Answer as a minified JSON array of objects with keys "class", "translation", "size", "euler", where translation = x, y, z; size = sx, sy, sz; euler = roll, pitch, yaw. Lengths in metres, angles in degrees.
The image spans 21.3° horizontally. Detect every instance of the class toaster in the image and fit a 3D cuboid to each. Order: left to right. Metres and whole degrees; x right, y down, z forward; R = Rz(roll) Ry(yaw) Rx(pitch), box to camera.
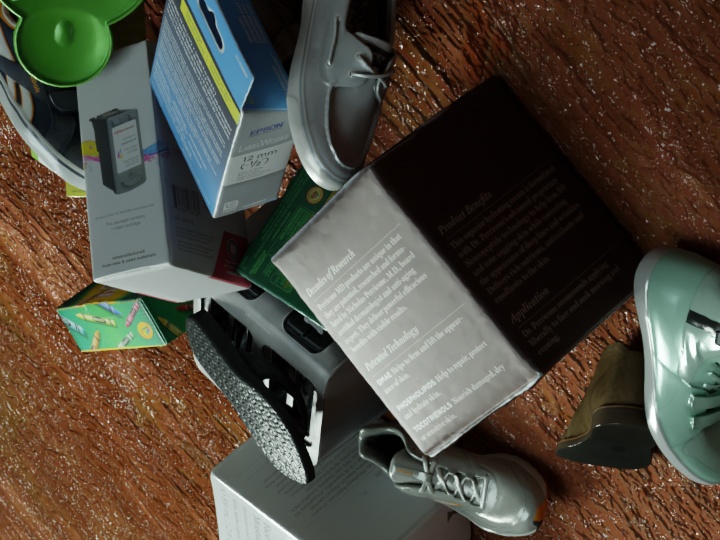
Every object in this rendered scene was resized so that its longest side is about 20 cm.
[{"class":"toaster","translation":[-0.057,0.061,1.784],"size":[0.181,0.119,0.200],"euler":[40,148,23]}]

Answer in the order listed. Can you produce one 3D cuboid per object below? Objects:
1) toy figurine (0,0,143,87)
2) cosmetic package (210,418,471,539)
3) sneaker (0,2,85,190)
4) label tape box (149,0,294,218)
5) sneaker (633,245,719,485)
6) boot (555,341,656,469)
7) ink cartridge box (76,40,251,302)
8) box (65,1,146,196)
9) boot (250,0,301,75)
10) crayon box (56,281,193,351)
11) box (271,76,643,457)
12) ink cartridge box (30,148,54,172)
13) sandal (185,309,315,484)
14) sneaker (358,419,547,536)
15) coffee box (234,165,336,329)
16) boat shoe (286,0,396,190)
[{"class":"toy figurine","translation":[-0.249,-0.285,1.639],"size":[0.184,0.150,0.200],"euler":[-104,18,-59]},{"class":"cosmetic package","translation":[-0.017,0.252,1.881],"size":[0.200,0.165,0.165],"euler":[33,145,31]},{"class":"sneaker","translation":[-0.272,-0.166,1.678],"size":[0.079,0.078,0.200],"euler":[-41,79,20]},{"class":"label tape box","translation":[-0.102,-0.156,1.506],"size":[0.143,0.066,0.200],"euler":[64,155,22]},{"class":"sneaker","translation":[0.267,0.085,1.392],"size":[0.118,0.074,0.201],"euler":[21,135,52]},{"class":"boot","translation":[0.205,0.114,1.542],"size":[0.073,0.076,0.200],"euler":[8,161,-3]},{"class":"ink cartridge box","translation":[-0.171,-0.082,1.672],"size":[0.085,0.148,0.200],"euler":[-14,76,24]},{"class":"box","translation":[-0.232,-0.168,1.742],"size":[0.050,0.075,0.200],"euler":[0,97,34]},{"class":"boot","translation":[-0.129,-0.238,1.629],"size":[0.200,0.064,0.186],"euler":[54,149,2]},{"class":"crayon box","translation":[-0.214,0.026,1.965],"size":[0.200,0.119,0.058],"euler":[-7,116,56]},{"class":"box","translation":[0.078,-0.002,1.458],"size":[0.200,0.166,0.164],"euler":[51,141,3]},{"class":"ink cartridge box","translation":[-0.237,-0.134,1.875],"size":[0.200,0.076,0.148],"euler":[34,145,26]},{"class":"sandal","translation":[-0.089,0.105,1.718],"size":[0.201,0.048,0.075],"euler":[51,154,29]},{"class":"sneaker","translation":[0.077,0.189,1.736],"size":[0.200,0.092,0.076],"euler":[21,101,41]},{"class":"coffee box","translation":[0.000,0.000,1.636],"size":[0.200,0.123,0.044],"euler":[30,176,32]},{"class":"boat shoe","translation":[-0.003,-0.161,1.443],"size":[0.072,0.200,0.068],"euler":[24,155,-36]}]
